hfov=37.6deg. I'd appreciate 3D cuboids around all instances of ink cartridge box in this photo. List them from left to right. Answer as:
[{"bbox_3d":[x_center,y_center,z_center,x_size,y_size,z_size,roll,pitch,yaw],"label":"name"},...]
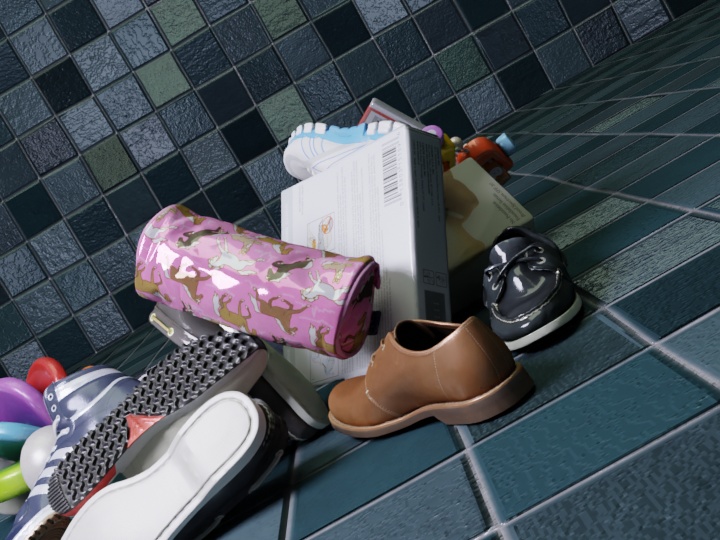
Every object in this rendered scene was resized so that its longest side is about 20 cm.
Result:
[{"bbox_3d":[0.000,0.000,0.902,0.043,0.200,0.173,13,-23,-37],"label":"ink cartridge box"}]

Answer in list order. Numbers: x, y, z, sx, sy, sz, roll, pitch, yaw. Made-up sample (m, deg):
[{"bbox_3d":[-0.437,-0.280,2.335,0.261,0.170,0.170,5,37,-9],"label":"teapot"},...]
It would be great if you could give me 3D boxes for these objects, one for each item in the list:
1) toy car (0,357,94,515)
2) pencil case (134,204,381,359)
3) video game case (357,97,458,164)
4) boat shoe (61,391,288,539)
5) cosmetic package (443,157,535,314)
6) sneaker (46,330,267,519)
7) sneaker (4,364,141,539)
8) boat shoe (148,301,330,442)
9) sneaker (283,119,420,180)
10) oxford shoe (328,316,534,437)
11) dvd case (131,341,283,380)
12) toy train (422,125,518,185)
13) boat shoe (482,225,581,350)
[{"bbox_3d":[-0.364,0.181,1.226,0.175,0.150,0.200,-23,10,43],"label":"toy car"},{"bbox_3d":[-0.083,0.007,0.838,0.200,0.083,0.086,15,10,20],"label":"pencil case"},{"bbox_3d":[0.032,-0.084,1.218,0.200,0.143,0.017,-58,7,34],"label":"video game case"},{"bbox_3d":[-0.135,0.167,0.763,0.200,0.074,0.060,-45,-34,3],"label":"boat shoe"},{"bbox_3d":[0.055,-0.009,0.987,0.200,0.105,0.071,-33,-35,-14],"label":"cosmetic package"},{"bbox_3d":[-0.143,0.135,0.829,0.200,0.093,0.070,-42,37,-11],"label":"sneaker"},{"bbox_3d":[-0.246,0.167,0.880,0.108,0.070,0.200,28,70,35],"label":"sneaker"},{"bbox_3d":[-0.105,0.080,0.891,0.061,0.201,0.072,-50,-31,4],"label":"boat shoe"},{"bbox_3d":[-0.017,-0.090,1.008,0.200,0.075,0.087,3,67,53],"label":"sneaker"},{"bbox_3d":[0.034,0.069,0.737,0.071,0.071,0.200,-37,9,-37],"label":"oxford shoe"},{"bbox_3d":[-0.157,0.108,1.155,0.200,0.018,0.143,-28,-24,10],"label":"dvd case"},{"bbox_3d":[0.073,-0.070,1.076,0.200,0.056,0.150,-40,-31,12],"label":"toy train"},{"bbox_3d":[0.126,0.004,0.822,0.074,0.066,0.199,-27,8,18],"label":"boat shoe"}]
